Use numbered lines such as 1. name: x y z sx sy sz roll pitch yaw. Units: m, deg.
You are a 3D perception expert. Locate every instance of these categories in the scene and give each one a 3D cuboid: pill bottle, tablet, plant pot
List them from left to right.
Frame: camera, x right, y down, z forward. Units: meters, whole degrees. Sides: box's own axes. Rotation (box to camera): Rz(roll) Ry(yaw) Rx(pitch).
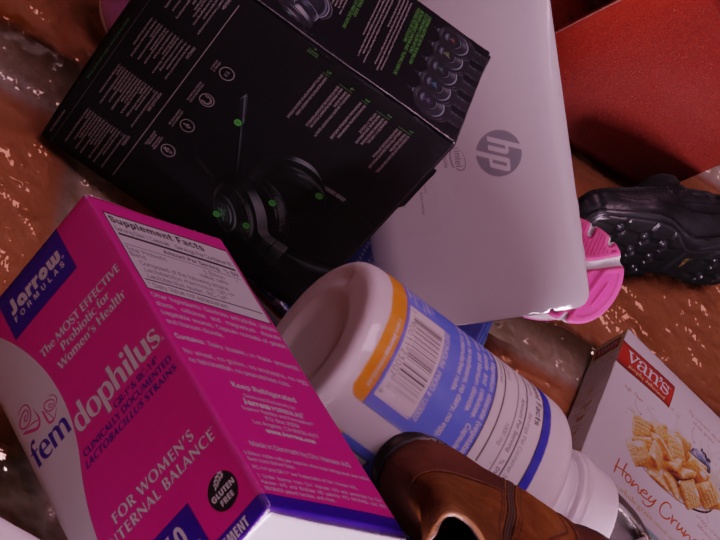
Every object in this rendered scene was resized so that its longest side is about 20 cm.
1. pill bottle: 0.044 0.094 1.106 0.200 0.112 0.113 37 43 -23
2. tablet: 0.063 -0.068 1.226 0.014 0.129 0.202 -64 146 -83
3. plant pot: 0.231 -0.180 1.500 0.176 0.199 0.201 48 40 -24

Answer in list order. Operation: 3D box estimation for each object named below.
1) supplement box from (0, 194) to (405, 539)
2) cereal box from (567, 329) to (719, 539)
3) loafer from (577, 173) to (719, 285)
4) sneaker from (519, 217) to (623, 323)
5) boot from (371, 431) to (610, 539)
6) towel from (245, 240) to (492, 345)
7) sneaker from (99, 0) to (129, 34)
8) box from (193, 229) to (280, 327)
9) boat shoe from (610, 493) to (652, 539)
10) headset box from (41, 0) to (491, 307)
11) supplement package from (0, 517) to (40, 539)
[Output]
1. supplement box: -0.084 0.075 0.938 0.103 0.101 0.201 20 29 -49
2. cereal box: 0.190 0.152 1.340 0.144 0.039 0.201 43 42 -13
3. loafer: 0.213 -0.035 1.473 0.200 0.068 0.071 9 50 -47
4. sneaker: 0.073 -0.026 1.297 0.200 0.088 0.081 39 77 8
5. boot: 0.095 0.148 0.951 0.188 0.069 0.200 43 -2 -10
6. towel: 0.000 0.000 1.268 0.200 0.024 0.145 44 40 -13
7. sneaker: -0.072 -0.146 1.259 0.199 0.081 0.089 23 33 -24
8. box: -0.071 0.100 1.110 0.200 0.048 0.159 46 42 -12
9. boat shoe: 0.172 0.217 1.227 0.066 0.057 0.201 -23 95 -17
10. headset box: -0.048 -0.096 1.145 0.199 0.174 0.093 34 42 -10
11. supplement package: -0.142 0.214 0.910 0.199 0.117 0.118 35 43 -24
